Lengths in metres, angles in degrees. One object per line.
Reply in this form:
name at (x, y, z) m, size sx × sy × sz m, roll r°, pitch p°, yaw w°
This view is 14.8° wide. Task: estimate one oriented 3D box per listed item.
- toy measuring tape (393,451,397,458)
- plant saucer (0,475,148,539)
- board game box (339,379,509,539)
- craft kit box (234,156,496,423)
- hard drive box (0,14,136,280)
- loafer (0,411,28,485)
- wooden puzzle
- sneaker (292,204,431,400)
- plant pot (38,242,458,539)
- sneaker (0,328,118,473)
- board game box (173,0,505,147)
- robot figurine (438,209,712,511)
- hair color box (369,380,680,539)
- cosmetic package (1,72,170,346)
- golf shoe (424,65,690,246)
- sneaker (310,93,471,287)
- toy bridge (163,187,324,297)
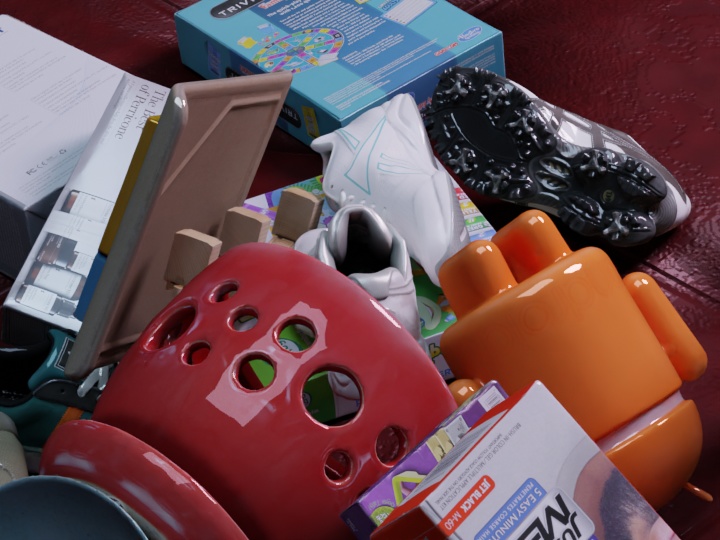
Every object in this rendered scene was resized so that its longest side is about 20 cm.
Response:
toy measuring tape at (0.109, 0.065, 1.692) m, size 0.199 × 0.074 × 0.074 m, roll -21°, pitch 40°, yaw -19°
plant saucer at (-0.159, 0.210, 1.487) m, size 0.201 × 0.202 × 0.039 m, roll 26°, pitch 11°, yaw 35°
board game box at (0.093, 0.171, 1.490) m, size 0.200 × 0.032 × 0.120 m, roll 51°, pitch 52°, yaw 0°
craft kit box at (-0.006, 0.009, 1.806) m, size 0.197 × 0.049 × 0.200 m, roll -21°, pitch 39°, yaw -14°
hard drive box at (-0.236, -0.085, 1.935) m, size 0.200 × 0.077 × 0.156 m, roll 28°, pitch 49°, yaw 36°
loafer at (-0.280, 0.151, 1.636) m, size 0.200 × 0.076 × 0.068 m, roll -29°, pitch 59°, yaw -19°
wooden puzzle at (-0.113, -0.034, 1.674) m, size 0.037 × 0.186 × 0.200 m, roll 25°, pitch 15°, yaw 12°
sneaker at (0.000, 0.000, 1.684) m, size 0.078 × 0.100 × 0.200 m, roll -10°, pitch 22°, yaw -12°
plant pot at (-0.065, 0.116, 1.559) m, size 0.200 × 0.201 × 0.183 m, roll 24°, pitch 56°, yaw 34°
sneaker at (-0.161, 0.081, 1.704) m, size 0.199 × 0.080 × 0.072 m, roll 2°, pitch 38°, yaw 11°
board game box at (-0.016, -0.162, 2.023) m, size 0.151 × 0.047 × 0.200 m, roll -30°, pitch 43°, yaw -27°
robot figurine at (0.121, 0.068, 1.611) m, size 0.116 × 0.200 × 0.144 m, roll -33°, pitch -3°, yaw 30°
hair color box at (0.115, 0.171, 1.449) m, size 0.200 × 0.064 × 0.111 m, roll 48°, pitch 55°, yaw -3°
cosmetic package at (-0.155, -0.030, 1.794) m, size 0.082 × 0.051 × 0.200 m, roll 21°, pitch 57°, yaw 4°
golf shoe at (0.133, -0.072, 1.865) m, size 0.200 × 0.078 × 0.094 m, roll 35°, pitch 17°, yaw 28°
sneaker at (0.023, -0.040, 1.785) m, size 0.080 × 0.071 × 0.200 m, roll -19°, pitch 32°, yaw -3°
toy bridge at (-0.076, -0.004, 1.717) m, size 0.027 × 0.068 × 0.200 m, roll 20°, pitch 16°, yaw 15°
